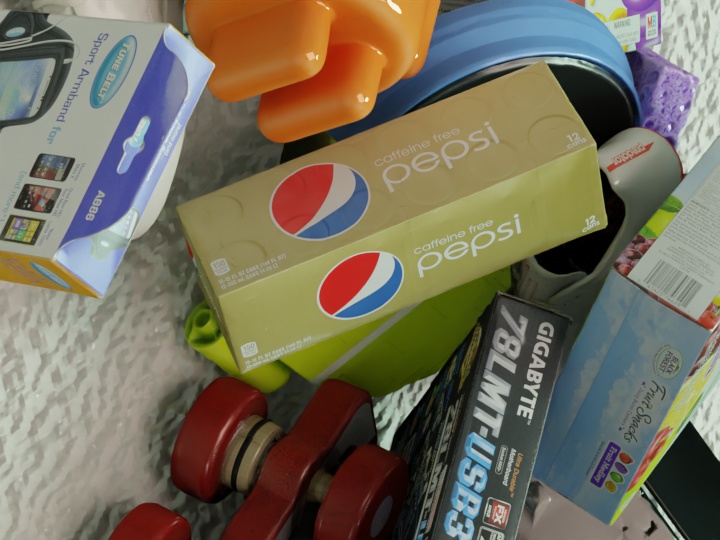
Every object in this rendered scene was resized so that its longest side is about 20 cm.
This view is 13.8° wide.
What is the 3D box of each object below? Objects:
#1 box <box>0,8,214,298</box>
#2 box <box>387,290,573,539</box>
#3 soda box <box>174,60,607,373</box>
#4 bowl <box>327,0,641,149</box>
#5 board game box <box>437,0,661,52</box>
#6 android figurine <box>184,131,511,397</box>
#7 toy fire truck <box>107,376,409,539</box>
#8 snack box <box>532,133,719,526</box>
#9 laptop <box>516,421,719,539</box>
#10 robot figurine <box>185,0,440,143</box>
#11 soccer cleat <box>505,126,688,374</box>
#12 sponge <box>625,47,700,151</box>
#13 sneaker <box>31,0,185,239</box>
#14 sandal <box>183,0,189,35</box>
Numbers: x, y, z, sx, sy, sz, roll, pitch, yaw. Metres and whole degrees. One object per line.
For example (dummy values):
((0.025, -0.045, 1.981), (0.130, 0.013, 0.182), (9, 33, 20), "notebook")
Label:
((-0.150, -0.055, 1.319), (0.041, 0.200, 0.119), (41, 67, -45), "box")
((0.041, 0.139, 1.552), (0.050, 0.199, 0.200), (19, 61, -8), "box")
((0.017, -0.027, 1.458), (0.200, 0.068, 0.064), (-22, 140, -6), "soda box")
((0.060, -0.059, 1.597), (0.200, 0.039, 0.201), (-19, 143, -15), "bowl")
((0.097, -0.221, 1.648), (0.103, 0.105, 0.200), (-17, 111, -47), "board game box")
((0.000, 0.000, 1.557), (0.182, 0.041, 0.200), (-40, 140, 13), "android figurine")
((-0.051, 0.161, 1.568), (0.200, 0.112, 0.168), (-58, 161, -26), "toy fire truck")
((0.176, 0.012, 1.571), (0.200, 0.068, 0.169), (-49, 167, -41), "snack box")
((0.153, 0.169, 1.802), (0.200, 0.103, 0.177), (-38, 96, -12), "laptop")
((-0.020, -0.162, 1.444), (0.117, 0.144, 0.200), (116, -13, -58), "robot figurine")
((0.105, 0.007, 1.605), (0.085, 0.069, 0.200), (-17, 144, -54), "soccer cleat")
((0.135, -0.031, 1.701), (0.030, 0.112, 0.200), (15, 100, -17), "sponge")
((-0.141, -0.119, 1.424), (0.116, 0.074, 0.200), (11, 79, -48), "sneaker")
((-0.037, -0.189, 1.544), (0.200, 0.045, 0.075), (-48, 128, -32), "sandal")
